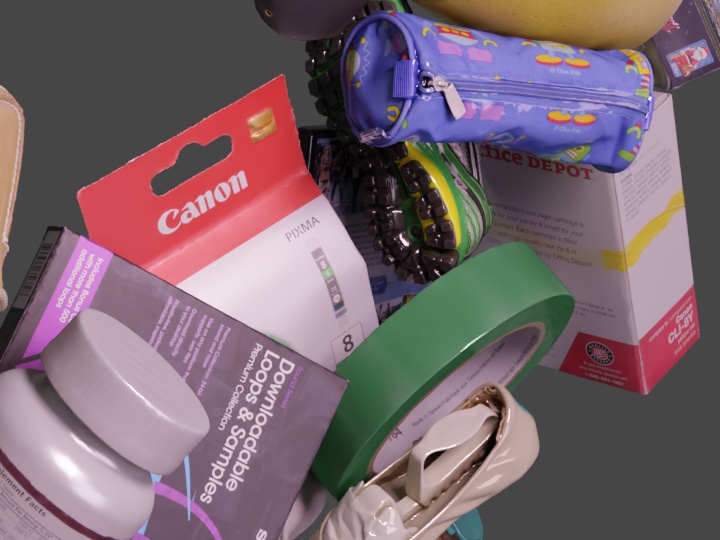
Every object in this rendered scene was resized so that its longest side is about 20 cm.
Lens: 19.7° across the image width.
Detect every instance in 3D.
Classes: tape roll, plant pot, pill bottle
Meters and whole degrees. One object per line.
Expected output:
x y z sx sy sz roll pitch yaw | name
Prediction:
0.048 0.066 1.323 0.200 0.048 0.201 -36 162 -13 | tape roll
0.090 -0.222 1.267 0.141 0.199 0.202 -14 114 -39 | plant pot
-0.177 0.122 1.069 0.200 0.110 0.109 -47 141 8 | pill bottle

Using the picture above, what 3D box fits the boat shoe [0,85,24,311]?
-0.208 0.001 1.070 0.071 0.076 0.201 19 88 -51 | boat shoe

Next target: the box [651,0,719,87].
0.193 -0.235 1.397 0.201 0.037 0.137 64 20 -11 | box

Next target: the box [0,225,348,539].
-0.118 0.083 1.175 0.199 0.036 0.144 29 79 -25 | box

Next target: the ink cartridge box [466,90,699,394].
0.148 -0.032 1.434 0.083 0.145 0.201 -39 130 -36 | ink cartridge box

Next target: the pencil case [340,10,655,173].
0.085 -0.105 1.232 0.199 0.087 0.079 5 98 -31 | pencil case

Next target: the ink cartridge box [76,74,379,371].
-0.072 0.008 1.244 0.161 0.050 0.201 -33 129 -28 | ink cartridge box

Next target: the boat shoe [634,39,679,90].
0.178 -0.191 1.490 0.062 0.072 0.200 -40 134 1 | boat shoe

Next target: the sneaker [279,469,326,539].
-0.077 0.170 1.280 0.199 0.088 0.076 -16 114 -47 | sneaker

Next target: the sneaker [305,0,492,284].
0.027 -0.097 1.309 0.085 0.078 0.201 -35 113 -53 | sneaker

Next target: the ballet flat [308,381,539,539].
0.028 0.141 1.292 0.200 0.069 0.070 -39 131 -17 | ballet flat

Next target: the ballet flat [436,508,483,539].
0.036 0.178 1.422 0.072 0.068 0.200 -29 173 6 | ballet flat

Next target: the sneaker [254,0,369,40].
-0.061 -0.198 1.185 0.199 0.106 0.075 23 41 -28 | sneaker

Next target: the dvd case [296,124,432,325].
0.000 0.000 1.369 0.142 0.017 0.202 -9 110 -48 | dvd case
